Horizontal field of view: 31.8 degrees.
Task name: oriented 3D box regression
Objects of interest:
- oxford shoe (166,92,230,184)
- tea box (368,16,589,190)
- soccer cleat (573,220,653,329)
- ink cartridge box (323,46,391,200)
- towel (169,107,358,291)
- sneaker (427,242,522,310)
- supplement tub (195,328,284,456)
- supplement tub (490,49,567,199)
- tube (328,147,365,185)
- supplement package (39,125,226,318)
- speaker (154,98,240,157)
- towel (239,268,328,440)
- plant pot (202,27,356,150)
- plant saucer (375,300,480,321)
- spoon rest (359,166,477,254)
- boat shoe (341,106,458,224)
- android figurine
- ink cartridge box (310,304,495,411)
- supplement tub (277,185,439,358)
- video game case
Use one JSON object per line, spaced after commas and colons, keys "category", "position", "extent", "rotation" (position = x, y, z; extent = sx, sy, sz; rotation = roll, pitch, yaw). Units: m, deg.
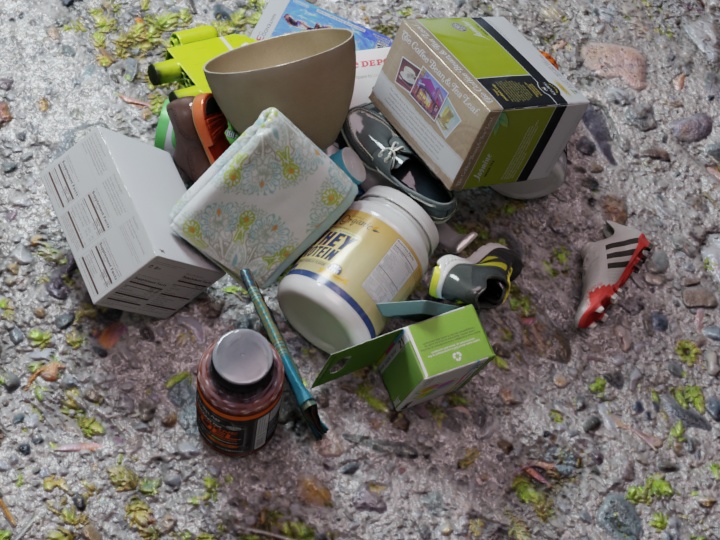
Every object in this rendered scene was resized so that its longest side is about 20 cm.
{"category": "oxford shoe", "position": [-0.207, -0.142, 1.703], "extent": [0.072, 0.201, 0.071], "rotation": [-2, 24, 23]}
{"category": "tea box", "position": [0.155, -0.226, 1.674], "extent": [0.196, 0.134, 0.200], "rotation": [-9, 48, -39]}
{"category": "soccer cleat", "position": [0.338, 0.005, 1.786], "extent": [0.085, 0.069, 0.200], "rotation": [31, 56, 16]}
{"category": "ink cartridge box", "position": [0.000, -0.203, 1.771], "extent": [0.144, 0.084, 0.201], "rotation": [-9, 88, -17]}
{"category": "towel", "position": [-0.122, -0.082, 1.591], "extent": [0.200, 0.171, 0.048], "rotation": [-45, 39, 5]}
{"category": "sneaker", "position": [0.170, 0.019, 1.695], "extent": [0.084, 0.075, 0.199], "rotation": [30, 26, 29]}
{"category": "supplement tub", "position": [-0.146, 0.143, 1.520], "extent": [0.106, 0.200, 0.108], "rotation": [3, 61, -6]}
{"category": "supplement tub", "position": [0.242, -0.217, 1.850], "extent": [0.122, 0.123, 0.201], "rotation": [10, 60, -7]}
{"category": "tube", "position": [-0.084, -0.097, 1.698], "extent": [0.050, 0.199, 0.078], "rotation": [27, 43, -47]}
{"category": "supplement package", "position": [-0.289, -0.059, 1.612], "extent": [0.111, 0.156, 0.201], "rotation": [-34, 68, 19]}
{"category": "speaker", "position": [-0.181, -0.179, 1.759], "extent": [0.199, 0.089, 0.089], "rotation": [14, 60, -4]}
{"category": "towel", "position": [-0.095, 0.106, 1.589], "extent": [0.022, 0.147, 0.201], "rotation": [-24, 67, -4]}
{"category": "plant pot", "position": [-0.093, -0.222, 1.641], "extent": [0.199, 0.135, 0.201], "rotation": [-11, 21, 4]}
{"category": "plant saucer", "position": [0.091, 0.055, 1.634], "extent": [0.069, 0.200, 0.019], "rotation": [-5, 84, 25]}
{"category": "spoon rest", "position": [0.073, -0.102, 1.722], "extent": [0.099, 0.061, 0.200], "rotation": [-40, 86, -15]}
{"category": "boat shoe", "position": [0.054, -0.147, 1.665], "extent": [0.073, 0.062, 0.200], "rotation": [-43, 86, -13]}
{"category": "android figurine", "position": [-0.189, -0.276, 1.763], "extent": [0.199, 0.041, 0.182], "rotation": [-19, 55, -30]}
{"category": "ink cartridge box", "position": [0.050, 0.128, 1.603], "extent": [0.199, 0.148, 0.076], "rotation": [-19, 74, -20]}
{"category": "supplement tub", "position": [0.000, 0.000, 1.659], "extent": [0.144, 0.145, 0.200], "rotation": [35, 64, 8]}
{"category": "video game case", "position": [-0.072, -0.306, 1.875], "extent": [0.199, 0.046, 0.182], "rotation": [23, 60, 0]}
